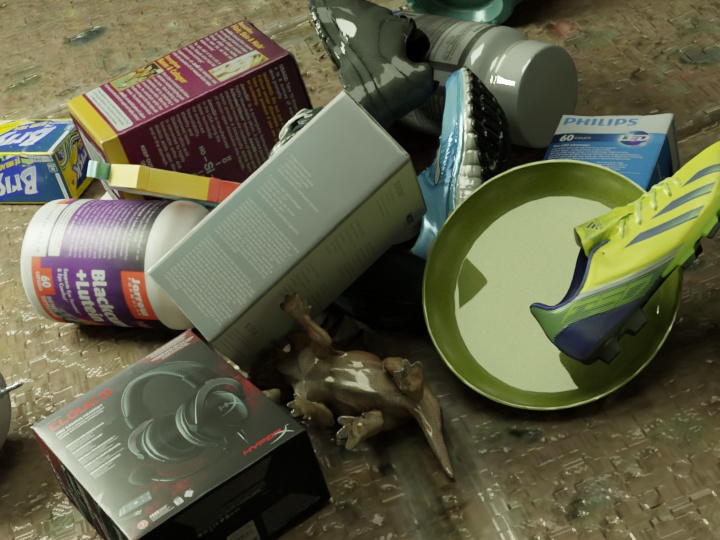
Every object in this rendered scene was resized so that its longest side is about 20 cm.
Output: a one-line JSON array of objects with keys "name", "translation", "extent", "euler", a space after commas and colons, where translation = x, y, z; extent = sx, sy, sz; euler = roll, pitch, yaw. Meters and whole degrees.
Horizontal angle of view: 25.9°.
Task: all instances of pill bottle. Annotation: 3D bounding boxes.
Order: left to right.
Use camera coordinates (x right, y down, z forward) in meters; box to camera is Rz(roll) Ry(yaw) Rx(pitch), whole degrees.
[{"name": "pill bottle", "translation": [-0.185, -0.006, 1.360], "extent": [0.199, 0.112, 0.112], "euler": [2, 38, 26]}, {"name": "pill bottle", "translation": [0.098, -0.179, 1.478], "extent": [0.199, 0.114, 0.114], "euler": [17, 47, 40]}]

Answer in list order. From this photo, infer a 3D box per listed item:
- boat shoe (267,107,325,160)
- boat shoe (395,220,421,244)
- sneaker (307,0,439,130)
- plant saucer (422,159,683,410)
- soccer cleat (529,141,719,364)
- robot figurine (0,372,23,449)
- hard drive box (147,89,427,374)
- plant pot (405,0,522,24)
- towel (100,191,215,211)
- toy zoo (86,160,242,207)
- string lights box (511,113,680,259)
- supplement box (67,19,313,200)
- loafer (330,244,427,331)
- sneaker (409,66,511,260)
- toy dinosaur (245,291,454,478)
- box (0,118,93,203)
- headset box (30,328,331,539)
[{"name": "boat shoe", "translation": [-0.038, -0.103, 1.302], "extent": [0.076, 0.060, 0.200], "euler": [-40, -9, 13]}, {"name": "boat shoe", "translation": [0.005, -0.095, 1.438], "extent": [0.071, 0.070, 0.200], "euler": [-18, 34, -2]}, {"name": "sneaker", "translation": [0.014, -0.208, 1.441], "extent": [0.090, 0.076, 0.201], "euler": [-28, 54, 5]}, {"name": "plant saucer", "translation": [0.146, 0.013, 1.191], "extent": [0.199, 0.031, 0.201], "euler": [-7, 67, 16]}, {"name": "soccer cleat", "translation": [0.201, -0.024, 1.129], "extent": [0.084, 0.065, 0.200], "euler": [38, 87, 10]}, {"name": "robot figurine", "translation": [-0.367, 0.113, 1.271], "extent": [0.199, 0.113, 0.170], "euler": [2, 66, 27]}, {"name": "hard drive box", "translation": [-0.049, -0.023, 1.204], "extent": [0.200, 0.156, 0.077], "euler": [-42, 76, -4]}, {"name": "plant pot", "translation": [0.113, -0.339, 1.655], "extent": [0.199, 0.200, 0.135], "euler": [1, 65, 25]}, {"name": "towel", "translation": [-0.155, -0.081, 1.526], "extent": [0.190, 0.032, 0.200], "euler": [7, 41, 30]}, {"name": "toy zoo", "translation": [-0.138, -0.069, 1.359], "extent": [0.199, 0.021, 0.131], "euler": [9, 0, -19]}, {"name": "string lights box", "translation": [0.196, -0.054, 1.306], "extent": [0.102, 0.059, 0.200], "euler": [2, 38, 25]}, {"name": "supplement box", "translation": [-0.158, -0.140, 1.484], "extent": [0.199, 0.104, 0.131], "euler": [-27, 31, -12]}, {"name": "loafer", "translation": [0.000, 0.000, 1.307], "extent": [0.200, 0.071, 0.068], "euler": [15, 46, 39]}, {"name": "sneaker", "translation": [0.073, -0.085, 1.347], "extent": [0.090, 0.078, 0.201], "euler": [-10, 60, 29]}, {"name": "toy dinosaur", "translation": [0.001, 0.086, 1.186], "extent": [0.199, 0.136, 0.086], "euler": [24, 89, 17]}, {"name": "box", "translation": [-0.375, -0.114, 1.640], "extent": [0.199, 0.065, 0.070], "euler": [1, 37, 26]}, {"name": "headset box", "translation": [-0.141, 0.138, 1.169], "extent": [0.148, 0.078, 0.200], "euler": [-31, 38, -19]}]
